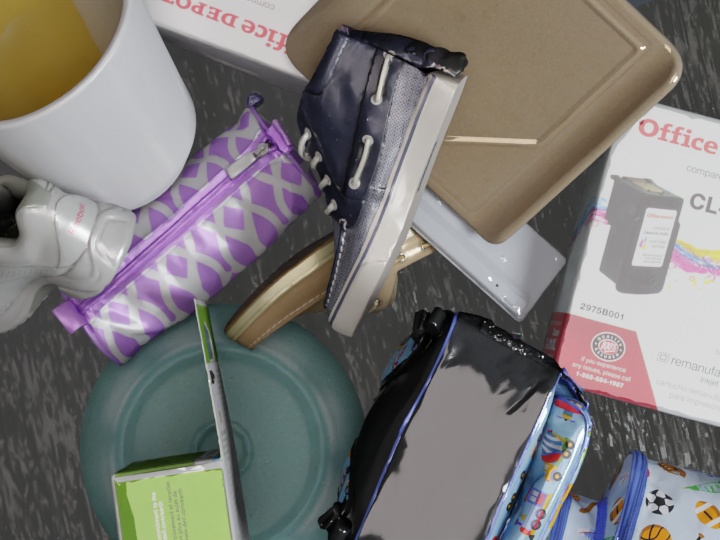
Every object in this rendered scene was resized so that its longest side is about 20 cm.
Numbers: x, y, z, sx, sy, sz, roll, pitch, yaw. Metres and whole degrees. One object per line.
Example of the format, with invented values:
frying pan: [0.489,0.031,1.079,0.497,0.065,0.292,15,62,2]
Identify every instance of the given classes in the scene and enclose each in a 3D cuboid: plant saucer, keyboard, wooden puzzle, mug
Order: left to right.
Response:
mug: [-0.189,-0.126,1.588,0.149,0.153,0.187,-33,50,4]
plant saucer: [-0.094,0.123,1.654,0.199,0.036,0.201,0,88,-1]
keyboard: [0.051,-0.050,1.620,0.200,0.011,0.056,41,70,-12]
wooden puzzle: [0.079,-0.142,1.569,0.200,0.037,0.185,43,114,-9]

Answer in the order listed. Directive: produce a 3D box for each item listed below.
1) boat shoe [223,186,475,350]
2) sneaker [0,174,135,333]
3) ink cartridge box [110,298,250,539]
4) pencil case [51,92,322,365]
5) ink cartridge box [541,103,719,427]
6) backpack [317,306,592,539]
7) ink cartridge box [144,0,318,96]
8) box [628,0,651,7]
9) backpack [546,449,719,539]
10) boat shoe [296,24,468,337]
boat shoe: [0.000,0.000,1.636,0.200,0.071,0.065,-35,95,-7]
sneaker: [-0.233,-0.022,1.582,0.099,0.200,0.078,34,56,-26]
ink cartridge box: [-0.120,0.124,1.562,0.075,0.148,0.201,-9,88,0]
pencil case: [-0.116,-0.023,1.632,0.200,0.086,0.084,-43,87,-1]
ink cartridge box: [0.215,-0.005,1.638,0.145,0.083,0.201,14,89,0]
backpack: [0.061,0.122,1.574,0.134,0.200,0.183,25,88,-1]
ink cartridge box: [-0.053,-0.235,1.637,0.147,0.086,0.201,20,87,-1]
box: [0.141,-0.269,1.629,0.148,0.107,0.201,-22,89,-2]
backpack: [0.176,0.215,1.592,0.154,0.200,0.191,26,76,-2]
boat shoe: [-0.006,-0.063,1.562,0.092,0.075,0.201,23,103,5]
